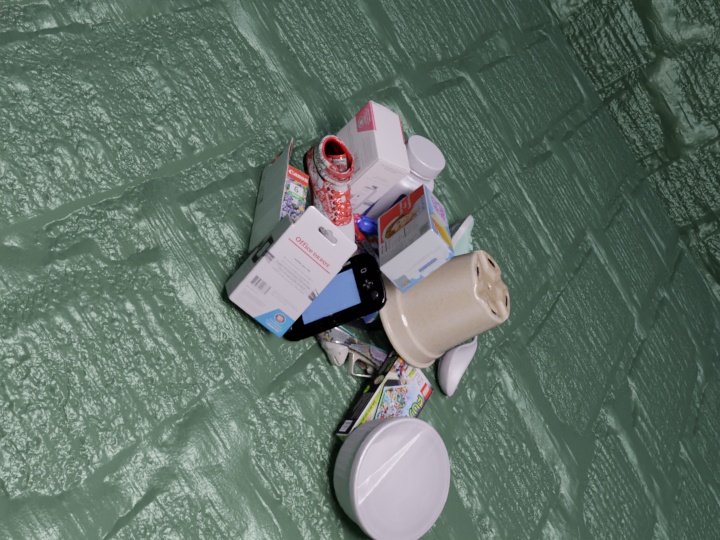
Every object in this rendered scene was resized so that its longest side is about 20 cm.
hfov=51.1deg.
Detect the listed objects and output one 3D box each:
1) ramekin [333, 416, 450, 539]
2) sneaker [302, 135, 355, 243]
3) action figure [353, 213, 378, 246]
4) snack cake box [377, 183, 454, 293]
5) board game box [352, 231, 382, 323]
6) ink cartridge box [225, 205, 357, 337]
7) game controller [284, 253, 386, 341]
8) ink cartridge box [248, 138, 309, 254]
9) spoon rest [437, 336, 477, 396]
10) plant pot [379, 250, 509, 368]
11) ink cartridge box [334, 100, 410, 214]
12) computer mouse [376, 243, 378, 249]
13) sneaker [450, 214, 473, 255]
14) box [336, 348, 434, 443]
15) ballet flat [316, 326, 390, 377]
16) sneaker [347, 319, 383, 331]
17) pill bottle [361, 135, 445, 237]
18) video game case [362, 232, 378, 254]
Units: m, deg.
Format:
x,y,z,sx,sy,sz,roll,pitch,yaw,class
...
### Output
x,y,z,sx,sy,sz,roll,pitch,yaw,class
0.045,0.336,1.238,0.200,0.094,0.205,0,91,-35,ramekin
-0.043,-0.136,1.327,0.067,0.108,0.204,-14,84,-26,sneaker
-0.001,-0.090,1.440,0.198,0.052,0.066,22,30,-30,action figure
0.094,-0.061,1.333,0.067,0.115,0.201,45,21,-21,snack cake box
0.000,0.000,1.411,0.201,0.034,0.135,55,29,16,board game box
-0.113,-0.006,1.237,0.116,0.200,0.067,41,4,-23,ink cartridge box
-0.052,0.046,1.282,0.042,0.198,0.105,19,51,-71,game controller
-0.142,-0.126,1.346,0.050,0.109,0.202,26,49,-27,ink cartridge box
0.207,0.178,1.580,0.201,0.060,0.100,-64,154,-49,spoon rest
0.160,0.054,1.357,0.200,0.182,0.203,34,44,-42,plant pot
-0.006,-0.205,1.467,0.082,0.200,0.148,17,51,-36,ink cartridge box
0.116,-0.003,1.515,0.044,0.198,0.110,-65,159,-10,computer mouse
0.241,-0.032,1.748,0.118,0.074,0.201,42,51,-13,sneaker
0.048,0.248,1.336,0.110,0.035,0.201,53,54,-23,box
-0.018,0.148,1.357,0.199,0.072,0.073,32,46,-31,ballet flat
-0.027,0.053,1.411,0.199,0.066,0.079,21,39,-39,sneaker
0.078,-0.169,1.517,0.119,0.200,0.121,23,41,-22,pill bottle
0.035,-0.060,1.582,0.144,0.017,0.200,59,38,-3,video game case
